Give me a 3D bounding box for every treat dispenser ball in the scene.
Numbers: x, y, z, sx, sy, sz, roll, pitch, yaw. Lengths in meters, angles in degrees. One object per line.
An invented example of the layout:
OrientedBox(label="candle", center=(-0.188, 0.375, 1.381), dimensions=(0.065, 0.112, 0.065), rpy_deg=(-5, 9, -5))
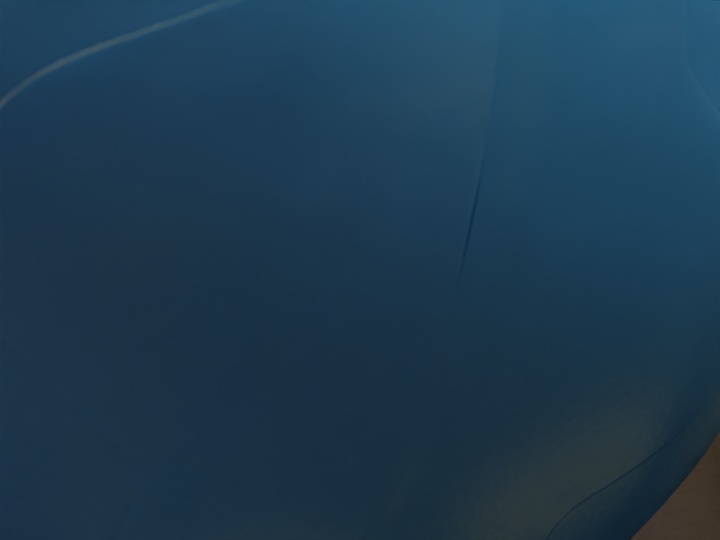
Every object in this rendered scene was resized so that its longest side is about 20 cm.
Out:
OrientedBox(label="treat dispenser ball", center=(-0.024, -0.027, 0.447), dimensions=(0.201, 0.201, 0.201), rpy_deg=(22, 9, -4))

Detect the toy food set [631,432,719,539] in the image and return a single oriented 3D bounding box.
OrientedBox(label="toy food set", center=(0.088, 0.004, 0.546), dimensions=(0.060, 0.144, 0.200), rpy_deg=(-21, 3, -29))
